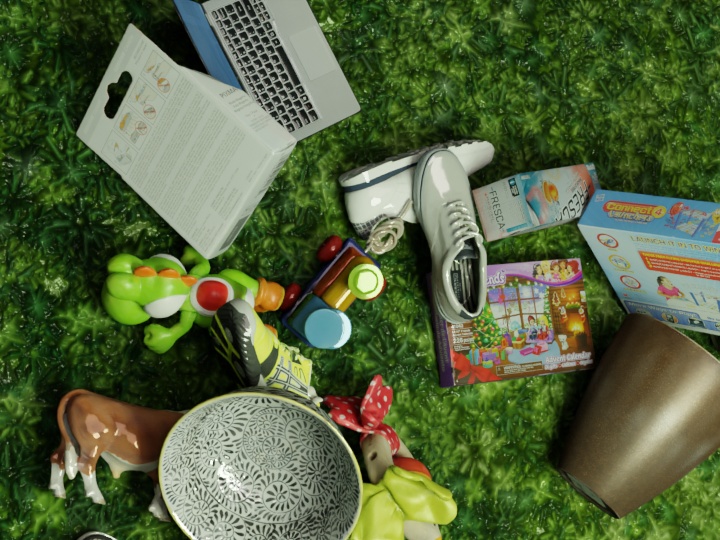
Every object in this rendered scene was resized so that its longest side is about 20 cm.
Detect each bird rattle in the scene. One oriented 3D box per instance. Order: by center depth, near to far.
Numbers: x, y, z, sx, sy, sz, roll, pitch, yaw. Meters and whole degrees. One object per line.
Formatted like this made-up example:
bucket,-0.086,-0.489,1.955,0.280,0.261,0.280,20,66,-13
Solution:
bird rattle,0.029,0.221,1.302,0.112,0.200,0.163,-33,132,3

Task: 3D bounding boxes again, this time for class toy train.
toy train,0.000,0.000,1.302,0.085,0.116,0.200,41,88,-13

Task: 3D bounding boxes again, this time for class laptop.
laptop,-0.098,-0.235,1.322,0.199,0.116,0.188,-29,94,-25

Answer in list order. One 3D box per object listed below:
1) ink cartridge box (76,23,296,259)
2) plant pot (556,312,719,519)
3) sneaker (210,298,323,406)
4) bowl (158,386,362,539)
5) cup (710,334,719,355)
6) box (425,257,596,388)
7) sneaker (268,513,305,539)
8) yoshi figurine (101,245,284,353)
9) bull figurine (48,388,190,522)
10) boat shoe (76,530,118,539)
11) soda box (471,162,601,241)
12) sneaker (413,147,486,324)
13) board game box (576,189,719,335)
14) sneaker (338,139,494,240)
ink cartridge box,-0.182,-0.135,1.239,0.200,0.163,0.057,45,36,10
plant pot,0.329,0.186,1.424,0.187,0.187,0.200,43,82,-12
sneaker,-0.096,0.094,1.251,0.076,0.075,0.201,-34,138,-17
bowl,-0.090,0.187,1.190,0.199,0.094,0.202,3,113,8
cup,0.518,0.048,1.524,0.142,0.200,0.202,-11,85,3
box,0.181,0.061,1.438,0.199,0.039,0.138,-5,83,-24
sneaker,-0.103,0.293,1.239,0.200,0.079,0.076,-35,112,-13
yoshi figurine,-0.188,0.031,1.267,0.199,0.113,0.112,19,114,-34
bull figurine,-0.219,0.186,1.226,0.199,0.065,0.122,18,72,-22
boat shoe,-0.219,0.348,1.203,0.074,0.060,0.201,-32,95,-24
soda box,0.214,-0.082,1.416,0.200,0.068,0.064,-14,87,-53
sneaker,0.111,-0.040,1.351,0.073,0.071,0.201,-12,94,-23
board game box,0.382,-0.004,1.412,0.056,0.199,0.196,-58,135,-22
sneaker,0.071,-0.101,1.406,0.199,0.076,0.081,-20,99,-19
